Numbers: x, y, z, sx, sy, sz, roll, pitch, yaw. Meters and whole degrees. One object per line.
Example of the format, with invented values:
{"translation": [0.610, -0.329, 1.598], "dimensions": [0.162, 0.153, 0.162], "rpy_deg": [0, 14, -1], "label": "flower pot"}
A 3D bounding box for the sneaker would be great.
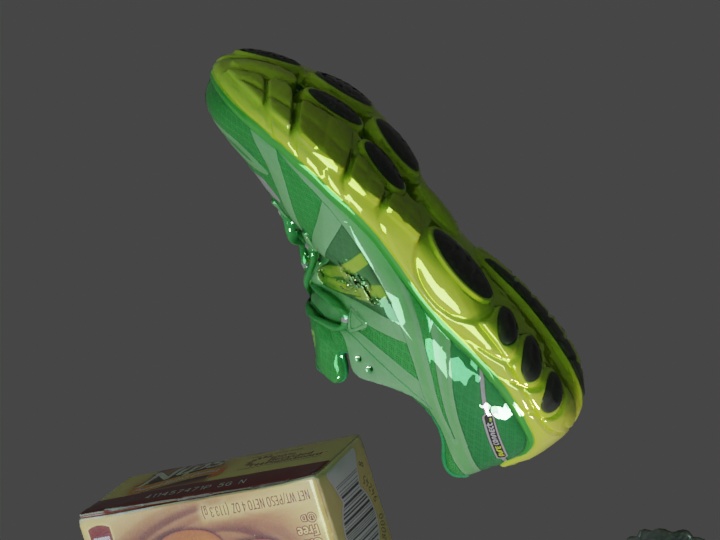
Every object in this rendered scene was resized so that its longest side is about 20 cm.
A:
{"translation": [0.000, 0.000, 1.156], "dimensions": [0.083, 0.074, 0.200], "rpy_deg": [-40, 88, 25], "label": "sneaker"}

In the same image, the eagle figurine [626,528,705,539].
{"translation": [0.125, 0.174, 1.142], "dimensions": [0.200, 0.150, 0.153], "rpy_deg": [134, 137, -55], "label": "eagle figurine"}

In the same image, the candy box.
{"translation": [-0.030, 0.178, 1.235], "dimensions": [0.115, 0.055, 0.201], "rpy_deg": [-12, 101, 27], "label": "candy box"}
